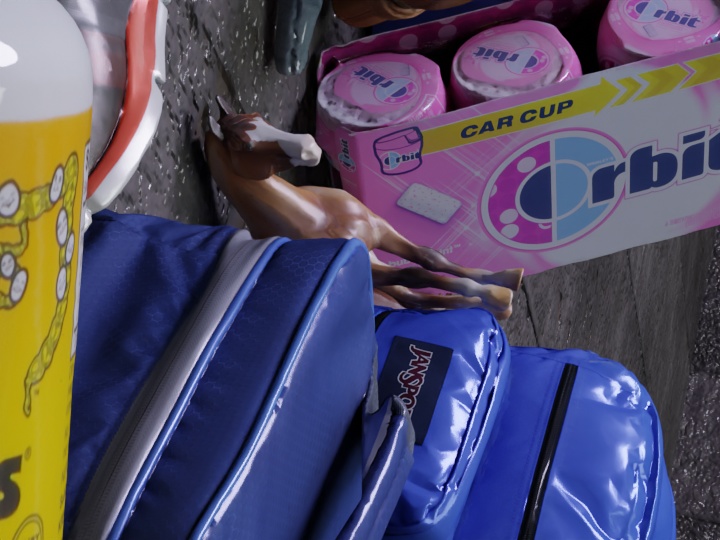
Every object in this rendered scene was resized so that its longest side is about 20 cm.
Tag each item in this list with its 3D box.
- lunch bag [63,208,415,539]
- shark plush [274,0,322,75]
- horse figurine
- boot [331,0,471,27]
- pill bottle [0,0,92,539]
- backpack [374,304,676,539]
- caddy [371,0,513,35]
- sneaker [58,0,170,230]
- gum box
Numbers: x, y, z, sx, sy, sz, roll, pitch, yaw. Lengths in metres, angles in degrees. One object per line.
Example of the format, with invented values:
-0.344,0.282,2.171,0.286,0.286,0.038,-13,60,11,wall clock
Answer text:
-0.058,0.073,0.577,0.201,0.131,0.137,-64,157,-47,lunch bag
-0.024,-0.179,0.772,0.083,0.091,0.201,-29,150,-47,shark plush
0.000,0.000,0.813,0.200,0.131,0.050,84,25,-76,horse figurine
0.059,-0.198,0.840,0.155,0.076,0.202,-17,-127,61,boot
-0.110,-0.002,0.382,0.113,0.112,0.202,-27,125,-72,pill bottle
0.020,0.100,0.749,0.168,0.198,0.164,77,26,-53,backpack
0.074,-0.152,0.989,0.141,0.104,0.202,-37,133,-70,caddy
-0.094,-0.082,0.524,0.082,0.077,0.201,45,48,-38,sneaker
0.077,-0.061,0.905,0.114,0.198,0.066,82,-10,-45,gum box
